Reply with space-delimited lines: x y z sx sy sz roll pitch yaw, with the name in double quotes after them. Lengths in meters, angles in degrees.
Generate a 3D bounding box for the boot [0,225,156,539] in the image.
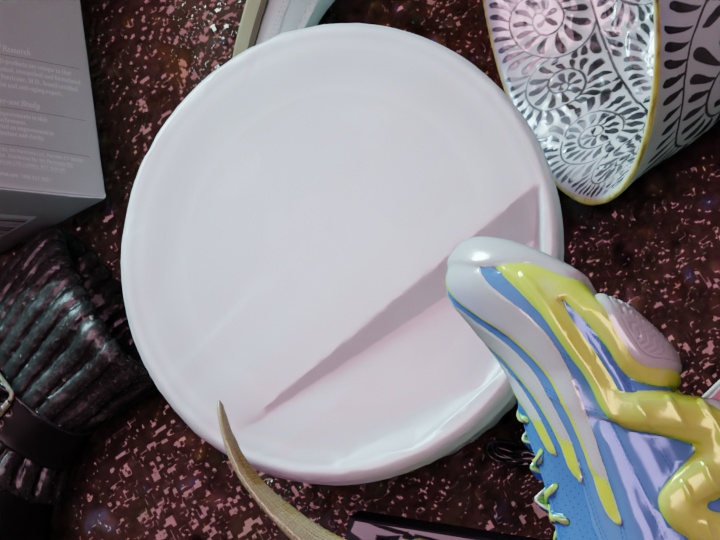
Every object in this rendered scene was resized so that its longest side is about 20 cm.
-0.146 0.098 1.058 0.157 0.079 0.212 -35 70 6 "boot"

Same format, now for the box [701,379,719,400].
0.195 0.140 0.912 0.109 0.128 0.200 -44 75 -8 "box"

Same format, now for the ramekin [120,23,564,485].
0.000 0.000 1.031 0.201 0.094 0.204 -4 76 15 "ramekin"

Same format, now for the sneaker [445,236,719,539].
0.089 0.079 0.835 0.200 0.076 0.105 40 83 14 "sneaker"

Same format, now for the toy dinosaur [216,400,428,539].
0.013 0.134 0.930 0.199 0.101 0.059 24 123 5 "toy dinosaur"

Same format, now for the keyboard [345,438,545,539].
0.088 0.134 1.015 0.198 0.021 0.128 7 80 17 "keyboard"

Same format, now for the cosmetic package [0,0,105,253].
-0.193 -0.114 1.100 0.106 0.090 0.202 -25 71 42 "cosmetic package"

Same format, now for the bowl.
0.127 -0.135 0.999 0.093 0.201 0.202 -10 73 -15 "bowl"

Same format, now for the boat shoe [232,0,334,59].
0.002 -0.169 1.076 0.068 0.075 0.201 25 102 -2 "boat shoe"
